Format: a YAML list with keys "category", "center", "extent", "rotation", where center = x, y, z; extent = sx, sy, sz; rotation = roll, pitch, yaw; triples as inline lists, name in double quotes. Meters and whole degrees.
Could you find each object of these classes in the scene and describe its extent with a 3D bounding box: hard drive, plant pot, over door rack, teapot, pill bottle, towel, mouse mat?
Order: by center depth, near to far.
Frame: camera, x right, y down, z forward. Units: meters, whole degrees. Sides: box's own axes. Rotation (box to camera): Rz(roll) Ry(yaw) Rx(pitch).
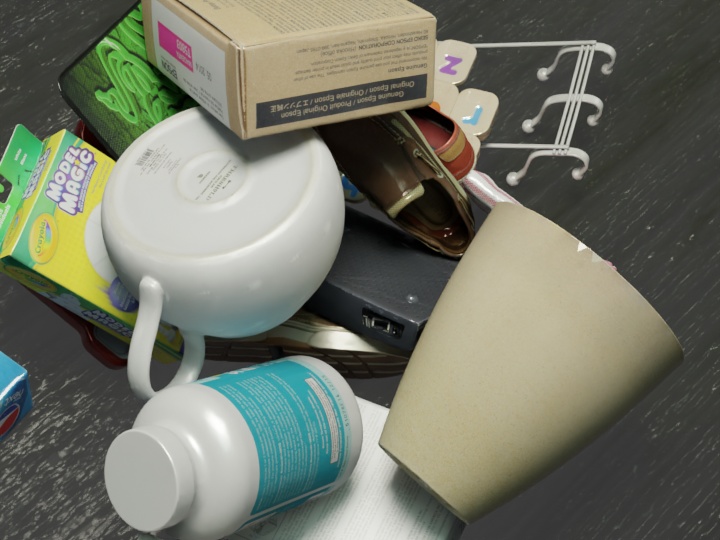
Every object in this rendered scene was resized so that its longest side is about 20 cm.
- category: "pill bottle"
  center: [-0.092, 0.130, 1.019]
  extent: [0.111, 0.111, 0.199]
  rotation: [47, 28, 20]
- category: "plant pot"
  center: [0.110, 0.085, 1.064]
  extent: [0.187, 0.188, 0.200]
  rotation: [39, 82, 16]
- category: "teapot"
  center: [-0.098, -0.018, 1.068]
  extent: [0.197, 0.147, 0.199]
  rotation: [-17, 47, -5]
- category: "mouse mat"
  center: [-0.139, -0.124, 1.155]
  extent: [0.200, 0.007, 0.161]
  rotation: [50, 54, -17]
- category: "hard drive"
  center: [0.000, 0.000, 1.186]
  extent: [0.199, 0.043, 0.134]
  rotation: [27, 31, 29]
- category: "towel"
  center: [0.155, -0.034, 1.195]
  extent: [0.146, 0.200, 0.030]
  rotation: [36, 94, 7]
- category: "over door rack"
  center: [0.135, -0.160, 1.346]
  extent: [0.197, 0.067, 0.149]
  rotation: [10, 56, 15]

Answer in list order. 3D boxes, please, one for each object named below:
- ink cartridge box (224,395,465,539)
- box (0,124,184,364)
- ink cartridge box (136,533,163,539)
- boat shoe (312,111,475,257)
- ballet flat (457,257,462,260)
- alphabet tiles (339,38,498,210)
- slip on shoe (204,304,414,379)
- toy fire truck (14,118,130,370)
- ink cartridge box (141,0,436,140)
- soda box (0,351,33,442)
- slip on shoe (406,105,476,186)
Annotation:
- category: "ink cartridge box"
  center: [-0.015, 0.184, 1.129]
  extent: [0.198, 0.050, 0.163]
  rotation: [18, 57, 20]
- category: "box"
  center: [-0.204, -0.023, 1.112]
  extent: [0.199, 0.048, 0.119]
  rotation: [32, 63, -28]
- category: "ink cartridge box"
  center: [-0.099, 0.307, 0.969]
  extent: [0.198, 0.145, 0.148]
  rotation: [25, 59, 8]
- category: "boat shoe"
  center: [0.031, -0.081, 1.152]
  extent: [0.202, 0.075, 0.075]
  rotation: [36, 21, -34]
- category: "ballet flat"
  center: [0.124, 0.069, 1.197]
  extent: [0.063, 0.067, 0.203]
  rotation: [15, 60, -42]
- category: "alphabet tiles"
  center: [0.023, -0.143, 1.301]
  extent: [0.198, 0.015, 0.197]
  rotation: [16, 63, 18]
- category: "slip on shoe"
  center: [-0.049, 0.048, 1.182]
  extent: [0.197, 0.076, 0.061]
  rotation: [4, 66, 4]
- category: "toy fire truck"
  center: [-0.208, -0.036, 1.203]
  extent: [0.168, 0.112, 0.201]
  rotation: [42, 60, -10]
- category: "ink cartridge box"
  center: [-0.059, -0.178, 1.079]
  extent: [0.163, 0.076, 0.200]
  rotation: [-14, 31, -24]
- category: "soda box"
  center: [-0.362, 0.065, 1.131]
  extent: [0.199, 0.064, 0.068]
  rotation: [34, 59, 13]
- category: "slip on shoe"
  center: [0.017, -0.139, 1.256]
  extent: [0.199, 0.061, 0.074]
  rotation: [31, 70, 26]
